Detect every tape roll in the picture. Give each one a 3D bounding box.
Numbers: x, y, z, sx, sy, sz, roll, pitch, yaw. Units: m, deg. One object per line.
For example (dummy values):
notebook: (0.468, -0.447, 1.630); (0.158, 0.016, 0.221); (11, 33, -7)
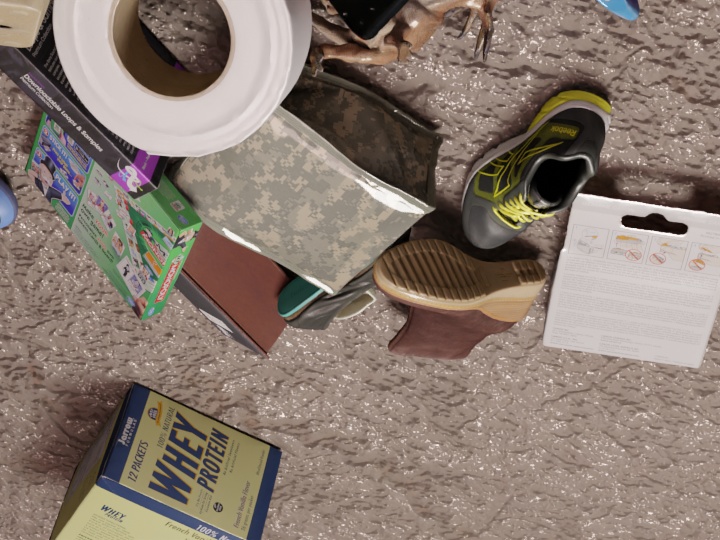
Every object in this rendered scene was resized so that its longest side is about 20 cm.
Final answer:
tape roll: (-0.142, -0.195, 1.196); (0.200, 0.071, 0.204); (5, 115, 10)

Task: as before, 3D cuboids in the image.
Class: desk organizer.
desk organizer: (-0.138, 0.000, 1.481); (0.071, 0.077, 0.200); (26, 164, 36)

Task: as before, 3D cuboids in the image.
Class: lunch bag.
lunch bag: (-0.054, -0.094, 1.342); (0.199, 0.118, 0.164); (28, 135, -22)

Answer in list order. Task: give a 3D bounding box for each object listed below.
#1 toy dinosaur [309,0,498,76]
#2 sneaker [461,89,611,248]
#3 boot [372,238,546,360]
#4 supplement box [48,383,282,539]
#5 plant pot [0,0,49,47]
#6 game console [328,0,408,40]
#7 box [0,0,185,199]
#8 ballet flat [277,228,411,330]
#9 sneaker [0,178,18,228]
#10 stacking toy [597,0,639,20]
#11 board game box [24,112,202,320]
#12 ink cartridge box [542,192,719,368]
toy dinosaur: (0.038, -0.207, 1.242); (0.199, 0.135, 0.087); (-6, 92, 46)
sneaker: (0.148, -0.077, 1.336); (0.074, 0.085, 0.200); (26, 134, -13)
boot: (0.068, 0.043, 1.445); (0.199, 0.073, 0.166); (3, 147, -32)
supplement box: (-0.229, 0.271, 1.734); (0.199, 0.135, 0.200); (26, 135, -13)
plant pot: (-0.298, -0.269, 1.090); (0.198, 0.179, 0.200); (6, 175, -15)
game console: (0.010, -0.299, 1.123); (0.177, 0.031, 0.200); (52, 131, 5)
box: (-0.231, -0.178, 1.279); (0.036, 0.144, 0.200); (-21, 126, 32)
ballet flat: (0.000, 0.000, 1.464); (0.068, 0.068, 0.200); (27, 137, -30)
sneaker: (-0.438, -0.078, 1.470); (0.198, 0.083, 0.074); (20, 134, -10)
stacking toy: (0.239, -0.290, 1.105); (0.199, 0.110, 0.116); (-33, 119, 24)
board game box: (-0.233, -0.070, 1.387); (0.200, 0.029, 0.135); (50, 137, 17)
ink cartridge box: (0.265, 0.001, 1.420); (0.159, 0.050, 0.201); (9, 132, 5)
